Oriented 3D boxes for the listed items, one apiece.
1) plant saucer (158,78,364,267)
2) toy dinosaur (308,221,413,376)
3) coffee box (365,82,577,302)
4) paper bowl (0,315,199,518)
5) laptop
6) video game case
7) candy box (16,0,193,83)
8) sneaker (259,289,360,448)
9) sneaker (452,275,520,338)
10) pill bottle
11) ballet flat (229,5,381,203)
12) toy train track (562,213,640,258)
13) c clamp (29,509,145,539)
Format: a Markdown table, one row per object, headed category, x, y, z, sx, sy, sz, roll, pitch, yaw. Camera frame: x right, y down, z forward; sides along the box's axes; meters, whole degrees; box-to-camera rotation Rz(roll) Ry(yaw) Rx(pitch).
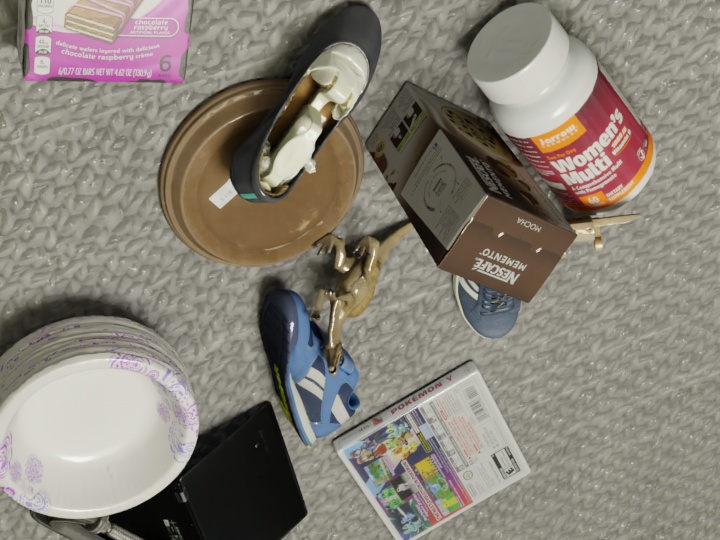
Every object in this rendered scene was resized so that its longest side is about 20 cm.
| category | x | y | z | sx | sy | sz | roll | pitch | yaw |
| --- | --- | --- | --- | --- | --- | --- | --- | --- | --- |
| plant saucer | -0.087 | -0.082 | 1.265 | 0.198 | 0.030 | 0.202 | -11 | 128 | -14 |
| toy dinosaur | 0.000 | 0.000 | 1.331 | 0.201 | 0.058 | 0.101 | -57 | 149 | -13 |
| coffee box | 0.096 | -0.073 | 1.233 | 0.112 | 0.201 | 0.080 | 21 | 115 | -32 |
| paper bowl | -0.260 | 0.130 | 1.300 | 0.198 | 0.105 | 0.203 | -12 | 128 | -15 |
| laptop | -0.181 | 0.249 | 1.481 | 0.197 | 0.117 | 0.189 | -2 | 131 | 15 |
| video game case | 0.085 | 0.213 | 1.557 | 0.181 | 0.023 | 0.201 | -30 | 131 | 0 |
| candy box | -0.197 | -0.250 | 1.074 | 0.135 | 0.061 | 0.202 | -2 | 125 | -20 |
| sneaker | -0.049 | 0.089 | 1.381 | 0.081 | 0.074 | 0.201 | -22 | 135 | -13 |
| sneaker | 0.139 | 0.004 | 1.383 | 0.074 | 0.085 | 0.202 | -17 | 129 | -9 |
| pill bottle | 0.188 | -0.149 | 1.274 | 0.109 | 0.110 | 0.200 | -40 | 130 | 9 |
| ballet flat | -0.038 | -0.140 | 1.184 | 0.073 | 0.073 | 0.201 | 37 | 90 | -38 |
| toy train track | 0.213 | -0.035 | 1.326 | 0.113 | 0.200 | 0.033 | -6 | 94 | 9 |
| c clamp | -0.234 | 0.280 | 1.394 | 0.199 | 0.170 | 0.027 | 36 | 62 | -33 |
